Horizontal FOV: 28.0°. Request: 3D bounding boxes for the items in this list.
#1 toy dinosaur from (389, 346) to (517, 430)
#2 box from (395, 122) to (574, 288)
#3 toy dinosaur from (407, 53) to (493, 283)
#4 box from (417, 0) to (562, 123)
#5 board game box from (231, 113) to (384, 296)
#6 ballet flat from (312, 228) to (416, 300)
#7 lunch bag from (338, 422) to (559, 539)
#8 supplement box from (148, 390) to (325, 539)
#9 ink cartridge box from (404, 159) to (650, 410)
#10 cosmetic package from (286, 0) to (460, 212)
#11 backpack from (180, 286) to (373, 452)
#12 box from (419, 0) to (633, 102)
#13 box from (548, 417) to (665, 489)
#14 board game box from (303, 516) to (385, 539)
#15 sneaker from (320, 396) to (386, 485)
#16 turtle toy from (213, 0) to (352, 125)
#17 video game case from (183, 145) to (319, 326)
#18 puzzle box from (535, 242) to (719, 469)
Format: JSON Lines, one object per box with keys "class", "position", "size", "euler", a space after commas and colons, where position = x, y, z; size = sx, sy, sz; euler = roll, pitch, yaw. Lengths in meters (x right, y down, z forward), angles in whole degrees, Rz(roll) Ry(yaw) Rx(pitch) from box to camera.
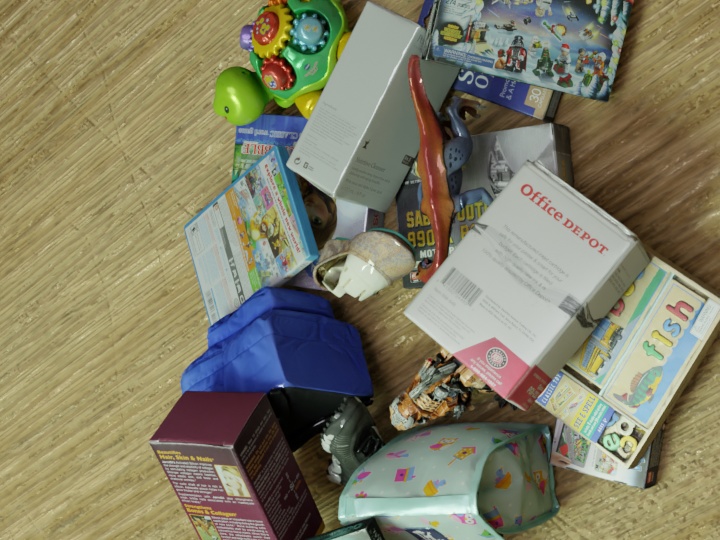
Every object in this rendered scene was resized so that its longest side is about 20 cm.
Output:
{"class": "toy dinosaur", "position": [0.120, 0.103, 1.522], "size": [0.199, 0.136, 0.103], "euler": [-22, 78, 30]}
{"class": "box", "position": [0.134, -0.067, 1.563], "size": [0.199, 0.048, 0.159], "euler": [-6, 88, 32]}
{"class": "toy dinosaur", "position": [0.072, -0.086, 1.494], "size": [0.105, 0.200, 0.182], "euler": [-15, 49, 46]}
{"class": "box", "position": [0.138, -0.249, 1.571], "size": [0.199, 0.032, 0.122], "euler": [24, 103, 31]}
{"class": "board game box", "position": [-0.064, -0.080, 1.691], "size": [0.199, 0.041, 0.201], "euler": [7, 94, 32]}
{"class": "ballet flat", "position": [0.000, 0.000, 1.540], "size": [0.068, 0.200, 0.067], "euler": [40, 75, -12]}
{"class": "lunch bag", "position": [0.092, 0.229, 1.498], "size": [0.170, 0.200, 0.123], "euler": [-6, 94, 31]}
{"class": "supplement box", "position": [-0.130, 0.232, 1.559], "size": [0.110, 0.086, 0.201], "euler": [-1, 127, 30]}
{"class": "ink cartridge box", "position": [0.165, 0.014, 1.422], "size": [0.146, 0.085, 0.200], "euler": [40, 93, 26]}
{"class": "cosmetic package", "position": [0.019, -0.174, 1.550], "size": [0.081, 0.113, 0.201], "euler": [34, 103, 32]}
{"class": "backpack", "position": [-0.106, 0.126, 1.656], "size": [0.200, 0.162, 0.168], "euler": [-39, 50, 35]}
{"class": "box", "position": [0.173, -0.260, 1.474], "size": [0.199, 0.040, 0.138], "euler": [11, 98, -9]}
{"class": "box", "position": [0.265, 0.115, 1.490], "size": [0.110, 0.035, 0.201], "euler": [12, 97, 31]}
{"class": "board game box", "position": [-0.002, 0.359, 1.461], "size": [0.135, 0.028, 0.201], "euler": [-23, 98, 26]}
{"class": "sneaker", "position": [0.009, 0.201, 1.585], "size": [0.090, 0.200, 0.067], "euler": [30, 67, 16]}
{"class": "turtle toy", "position": [-0.089, -0.245, 1.652], "size": [0.200, 0.101, 0.146], "euler": [-51, 49, 21]}
{"class": "video game case", "position": [-0.131, -0.035, 1.683], "size": [0.200, 0.018, 0.144], "euler": [-36, 62, 41]}
{"class": "puzzle box", "position": [0.269, 0.081, 1.451], "size": [0.133, 0.025, 0.201], "euler": [36, 108, 27]}
